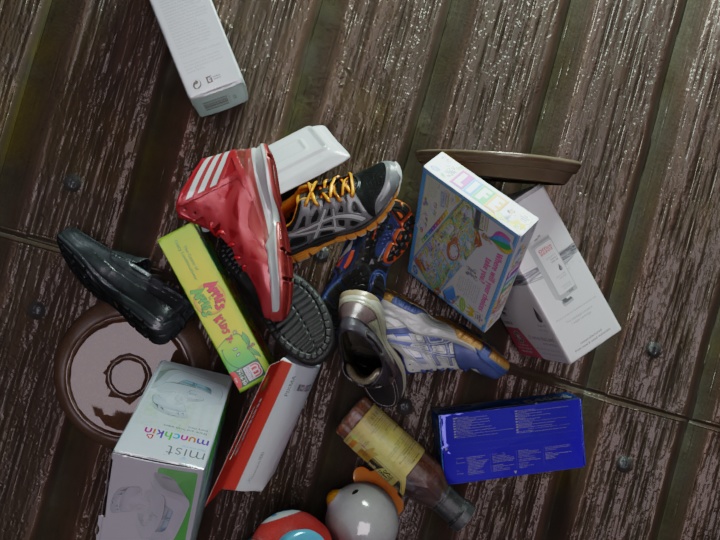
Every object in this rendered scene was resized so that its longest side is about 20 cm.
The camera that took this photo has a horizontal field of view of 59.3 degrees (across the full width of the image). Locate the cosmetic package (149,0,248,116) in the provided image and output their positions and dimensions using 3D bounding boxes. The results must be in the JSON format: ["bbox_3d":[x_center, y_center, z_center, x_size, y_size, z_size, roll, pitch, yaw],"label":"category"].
[{"bbox_3d":[-0.208,-0.302,0.775,0.073,0.102,0.202,-21,94,-7],"label":"cosmetic package"}]

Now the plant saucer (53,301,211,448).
[{"bbox_3d":[-0.291,0.132,0.803,0.198,0.034,0.202,0,91,-6],"label":"plant saucer"}]

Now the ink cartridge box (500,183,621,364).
[{"bbox_3d":[0.216,0.006,0.804,0.082,0.146,0.201,-30,93,-10],"label":"ink cartridge box"}]

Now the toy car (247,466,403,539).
[{"bbox_3d":[-0.026,0.325,0.793,0.177,0.184,0.200,40,57,-5],"label":"toy car"}]

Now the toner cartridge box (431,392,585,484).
[{"bbox_3d":[0.200,0.226,0.857,0.198,0.043,0.096,-5,91,-7],"label":"toner cartridge box"}]

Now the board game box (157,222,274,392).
[{"bbox_3d":[-0.173,0.043,0.781,0.047,0.102,0.201,-28,94,-6],"label":"board game box"}]

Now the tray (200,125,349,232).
[{"bbox_3d":[-0.119,-0.125,0.788,0.199,0.108,0.022,-28,129,-6],"label":"tray"}]

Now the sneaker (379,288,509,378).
[{"bbox_3d":[0.095,0.103,0.836,0.199,0.075,0.089,27,95,3],"label":"sneaker"}]

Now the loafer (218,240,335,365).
[{"bbox_3d":[-0.097,0.034,0.782,0.073,0.071,0.200,-35,70,-10],"label":"loafer"}]

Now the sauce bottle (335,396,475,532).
[{"bbox_3d":[0.058,0.249,0.808,0.200,0.066,0.066,41,86,11],"label":"sauce bottle"}]

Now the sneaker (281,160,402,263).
[{"bbox_3d":[-0.039,-0.078,0.768,0.199,0.079,0.077,-29,132,20],"label":"sneaker"}]

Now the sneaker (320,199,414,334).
[{"bbox_3d":[0.000,0.000,0.816,0.075,0.078,0.201,32,90,-21],"label":"sneaker"}]

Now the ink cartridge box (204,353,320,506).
[{"bbox_3d":[-0.104,0.182,0.741,0.057,0.200,0.164,24,88,-1],"label":"ink cartridge box"}]

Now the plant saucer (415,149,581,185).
[{"bbox_3d":[0.165,-0.125,0.772,0.198,0.200,0.030,5,98,-7],"label":"plant saucer"}]

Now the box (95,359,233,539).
[{"bbox_3d":[-0.220,0.237,0.711,0.096,0.177,0.202,13,110,-7],"label":"box"}]

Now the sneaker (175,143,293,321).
[{"bbox_3d":[-0.143,-0.037,0.721,0.114,0.078,0.202,-8,83,1],"label":"sneaker"}]

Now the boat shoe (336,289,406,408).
[{"bbox_3d":[0.008,0.112,0.775,0.071,0.201,0.065,6,46,21],"label":"boat shoe"}]

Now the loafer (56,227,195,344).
[{"bbox_3d":[-0.289,0.010,0.779,0.200,0.068,0.070,36,56,12],"label":"loafer"}]

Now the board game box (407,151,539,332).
[{"bbox_3d":[0.123,-0.026,0.749,0.034,0.201,0.134,-39,65,-25],"label":"board game box"}]
